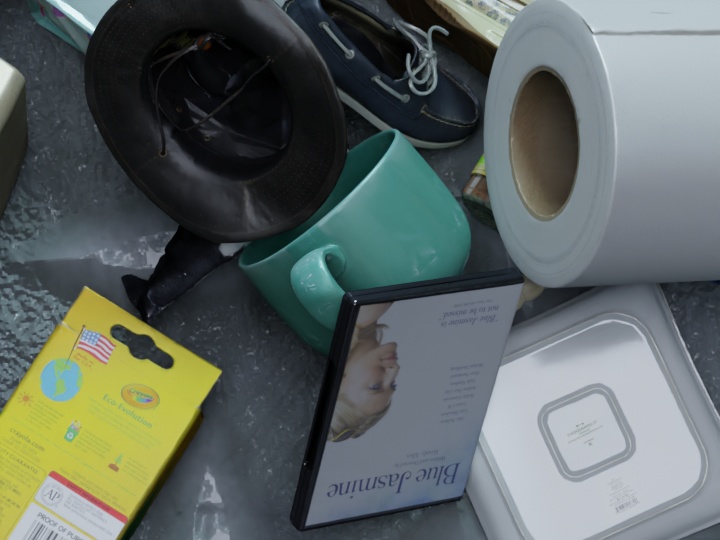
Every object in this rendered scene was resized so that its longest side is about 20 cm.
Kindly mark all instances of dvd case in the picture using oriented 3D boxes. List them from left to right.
[{"bbox_3d":[0.032,0.092,1.620,0.142,0.201,0.018,-8,38,-31],"label":"dvd case"}]

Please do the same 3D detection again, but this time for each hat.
[{"bbox_3d":[-0.091,-0.123,1.624,0.200,0.081,0.202,7,112,17],"label":"hat"}]

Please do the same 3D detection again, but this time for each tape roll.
[{"bbox_3d":[0.188,-0.090,1.613,0.139,0.203,0.204,-3,78,-22],"label":"tape roll"}]

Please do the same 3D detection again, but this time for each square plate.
[{"bbox_3d":[0.167,0.121,1.707,0.199,0.028,0.199,-24,79,-5],"label":"square plate"}]

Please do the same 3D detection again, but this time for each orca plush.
[{"bbox_3d":[-0.106,-0.052,1.701,0.200,0.105,0.071,-36,104,19],"label":"orca plush"}]

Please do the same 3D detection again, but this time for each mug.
[{"bbox_3d":[-0.003,0.000,1.658,0.114,0.152,0.185,49,54,-13],"label":"mug"}]

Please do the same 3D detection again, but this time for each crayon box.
[{"bbox_3d":[-0.202,0.130,1.690,0.127,0.051,0.200,32,81,5],"label":"crayon box"}]

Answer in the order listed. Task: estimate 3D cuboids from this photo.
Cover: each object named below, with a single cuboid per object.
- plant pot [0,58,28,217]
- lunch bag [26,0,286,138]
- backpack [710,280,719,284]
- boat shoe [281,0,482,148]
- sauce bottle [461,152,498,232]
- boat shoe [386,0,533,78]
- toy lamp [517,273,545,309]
[{"bbox_3d":[-0.344,-0.086,1.669,0.200,0.200,0.177,34,70,6],"label":"plant pot"},{"bbox_3d":[-0.129,-0.208,1.725,0.200,0.122,0.171,36,80,12],"label":"lunch bag"},{"bbox_3d":[0.305,-0.088,1.679,0.134,0.182,0.201,1,95,-22],"label":"backpack"},{"bbox_3d":[0.021,-0.152,1.694,0.200,0.062,0.075,28,44,-32],"label":"boat shoe"},{"bbox_3d":[0.150,-0.120,1.739,0.065,0.065,0.200,31,78,5],"label":"sauce bottle"},{"bbox_3d":[0.075,-0.208,1.743,0.200,0.073,0.063,41,75,20],"label":"boat shoe"},{"bbox_3d":[0.120,0.014,1.707,0.200,0.058,0.058,-33,81,-15],"label":"toy lamp"}]
